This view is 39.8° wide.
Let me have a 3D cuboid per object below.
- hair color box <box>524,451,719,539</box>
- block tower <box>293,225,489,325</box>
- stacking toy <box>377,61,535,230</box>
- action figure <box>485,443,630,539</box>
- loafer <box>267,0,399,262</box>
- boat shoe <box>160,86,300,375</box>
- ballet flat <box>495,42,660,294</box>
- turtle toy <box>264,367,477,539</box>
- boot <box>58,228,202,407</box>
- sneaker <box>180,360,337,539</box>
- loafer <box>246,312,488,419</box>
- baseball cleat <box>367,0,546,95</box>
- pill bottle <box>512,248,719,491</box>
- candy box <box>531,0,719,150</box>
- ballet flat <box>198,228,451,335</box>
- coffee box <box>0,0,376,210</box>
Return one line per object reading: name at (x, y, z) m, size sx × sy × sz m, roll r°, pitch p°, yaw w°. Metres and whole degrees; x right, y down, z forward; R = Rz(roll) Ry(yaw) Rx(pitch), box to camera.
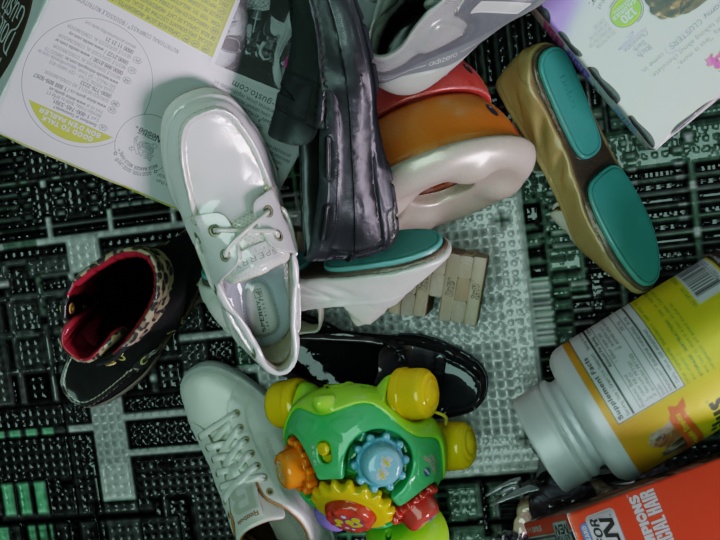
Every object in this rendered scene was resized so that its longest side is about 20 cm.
hair color box at (0.227, 0.170, 0.697) m, size 0.198 × 0.111 × 0.065 m, roll -18°, pitch 75°, yaw -12°
block tower at (0.000, 0.000, 0.790) m, size 0.197 × 0.054 × 0.059 m, roll 10°, pitch 97°, yaw 10°
stacking toy at (0.036, -0.140, 0.744) m, size 0.145 × 0.146 × 0.202 m, roll -20°, pitch 77°, yaw 12°
action figure at (0.171, 0.227, 0.776) m, size 0.129 × 0.069 × 0.202 m, roll -19°, pitch 78°, yaw 19°
loafer at (-0.025, -0.098, 0.620) m, size 0.070 × 0.068 × 0.203 m, roll -16°, pitch 114°, yaw -12°
boat shoe at (-0.072, -0.019, 0.641) m, size 0.070 × 0.069 × 0.202 m, roll -23°, pitch 125°, yaw -10°
ballet flat at (0.163, -0.073, 0.752) m, size 0.063 × 0.068 × 0.202 m, roll -21°, pitch 94°, yaw 52°
turtle toy at (0.012, 0.158, 0.763) m, size 0.144 × 0.102 × 0.201 m, roll -9°, pitch 136°, yaw 29°
boot at (-0.192, 0.044, 0.783) m, size 0.200 × 0.151 × 0.073 m, roll -42°, pitch 87°, yaw 12°
sneaker at (-0.087, 0.164, 0.811) m, size 0.073 × 0.085 × 0.201 m, roll -35°, pitch 87°, yaw 14°
loafer at (0.002, 0.082, 0.794) m, size 0.198 × 0.063 × 0.073 m, roll 13°, pitch 99°, yaw 9°
baseball cleat at (0.082, -0.194, 0.641) m, size 0.070 × 0.106 × 0.200 m, roll 44°, pitch 91°, yaw 13°
pill bottle at (0.214, 0.077, 0.723) m, size 0.199 × 0.109 × 0.110 m, roll -33°, pitch 89°, yaw 9°
candy box at (0.212, -0.216, 0.717) m, size 0.167 × 0.072 × 0.201 m, roll -40°, pitch 87°, yaw 12°
ballet flat at (-0.024, 0.013, 0.743) m, size 0.198 × 0.069 × 0.070 m, roll -7°, pitch 95°, yaw 16°
coffee box at (-0.144, -0.173, 0.687) m, size 0.199 × 0.200 × 0.199 m, roll 22°, pitch 103°, yaw -37°
